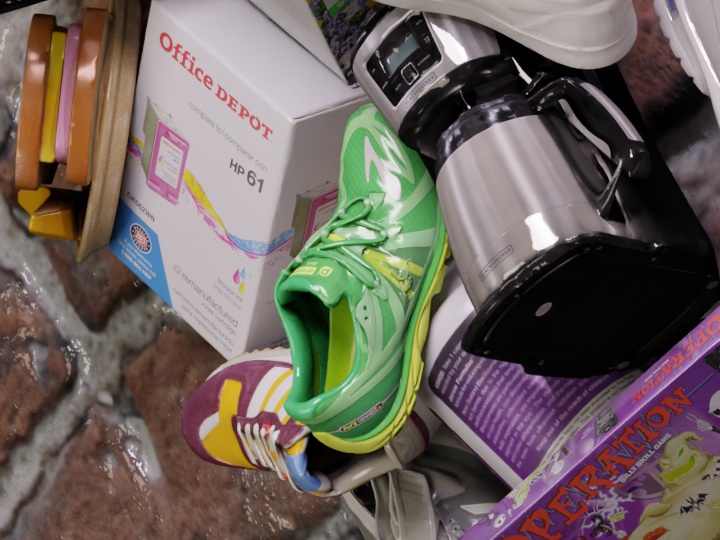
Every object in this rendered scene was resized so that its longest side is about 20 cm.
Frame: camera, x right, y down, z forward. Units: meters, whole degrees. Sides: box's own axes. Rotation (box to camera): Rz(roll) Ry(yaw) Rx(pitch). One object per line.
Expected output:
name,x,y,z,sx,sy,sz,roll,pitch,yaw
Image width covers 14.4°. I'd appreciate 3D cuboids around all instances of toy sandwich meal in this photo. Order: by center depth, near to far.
toy sandwich meal,-0.187,-0.098,1.832,0.205,0.070,0.206,-172,90,-82

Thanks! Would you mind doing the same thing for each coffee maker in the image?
coffee maker,0.101,-0.049,1.549,0.135,0.192,0.200,-30,59,13

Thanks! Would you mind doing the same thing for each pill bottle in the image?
pill bottle,0.100,0.062,1.628,0.200,0.111,0.112,44,134,26

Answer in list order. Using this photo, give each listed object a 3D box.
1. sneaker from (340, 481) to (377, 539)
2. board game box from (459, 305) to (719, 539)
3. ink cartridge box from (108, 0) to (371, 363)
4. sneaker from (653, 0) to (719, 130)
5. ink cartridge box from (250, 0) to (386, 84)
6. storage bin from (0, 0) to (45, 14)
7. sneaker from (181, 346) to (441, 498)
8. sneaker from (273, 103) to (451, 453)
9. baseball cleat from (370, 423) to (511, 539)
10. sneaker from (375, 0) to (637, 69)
sneaker,0.032,0.174,1.786,0.200,0.074,0.079,55,143,14
board game box,0.164,0.118,1.527,0.120,0.032,0.200,38,111,-23
ink cartridge box,-0.074,-0.064,1.782,0.145,0.085,0.200,41,133,32
sneaker,0.224,-0.090,1.451,0.200,0.075,0.082,57,140,14
ink cartridge box,-0.050,-0.200,1.643,0.109,0.050,0.200,42,170,28
storage bin,-0.169,-0.225,1.729,0.135,0.200,0.094,-16,94,50
sneaker,-0.041,0.097,1.727,0.200,0.090,0.075,-16,119,36
sneaker,0.000,0.000,1.592,0.074,0.084,0.200,-4,74,42
baseball cleat,0.080,0.173,1.704,0.200,0.106,0.070,39,137,33
sneaker,0.050,-0.185,1.464,0.200,0.074,0.116,21,151,20
